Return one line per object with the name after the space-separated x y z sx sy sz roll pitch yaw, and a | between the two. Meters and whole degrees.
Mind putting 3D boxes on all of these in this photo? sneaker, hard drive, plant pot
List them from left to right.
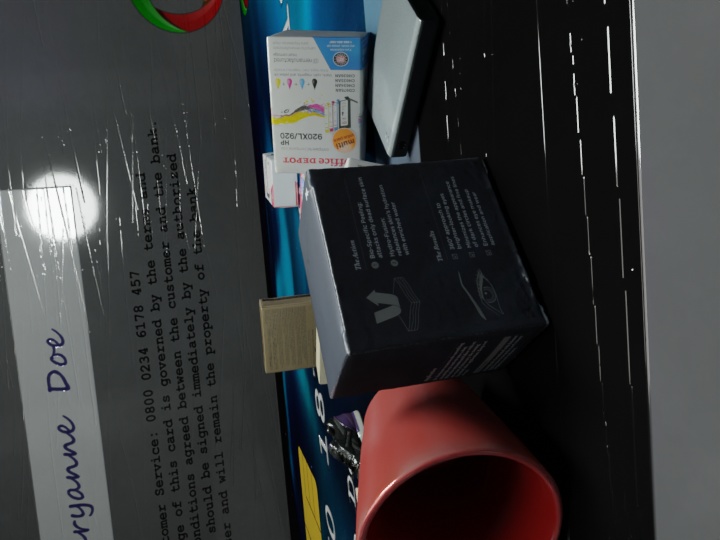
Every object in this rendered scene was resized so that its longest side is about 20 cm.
-0.021 0.388 1.187 0.201 0.086 0.077 -117 26 -52 | sneaker
0.052 -0.280 0.774 0.202 0.032 0.141 103 156 -49 | hard drive
0.083 0.211 0.594 0.178 0.195 0.205 -107 16 -68 | plant pot

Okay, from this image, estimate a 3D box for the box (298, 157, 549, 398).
0.050 0.003 0.580 0.118 0.195 0.200 110 151 -57 | box

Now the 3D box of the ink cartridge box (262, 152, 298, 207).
-0.252 -0.287 1.781 0.200 0.083 0.149 -133 39 -68 | ink cartridge box

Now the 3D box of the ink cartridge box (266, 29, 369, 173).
-0.062 -0.271 0.913 0.145 0.144 0.204 -81 -8 -64 | ink cartridge box

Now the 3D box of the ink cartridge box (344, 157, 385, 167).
-0.004 -0.046 0.847 0.146 0.082 0.205 166 112 -82 | ink cartridge box

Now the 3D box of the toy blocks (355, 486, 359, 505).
0.056 0.280 0.760 0.098 0.198 0.140 -14 78 33 | toy blocks

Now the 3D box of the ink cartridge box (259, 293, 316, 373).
-0.200 0.178 1.618 0.075 0.161 0.205 -133 40 -68 | ink cartridge box

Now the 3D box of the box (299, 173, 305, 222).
-0.069 -0.158 1.142 0.103 0.093 0.203 -114 24 -50 | box

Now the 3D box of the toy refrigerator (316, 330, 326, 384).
-0.065 0.154 1.300 0.076 0.068 0.204 -111 21 -61 | toy refrigerator
